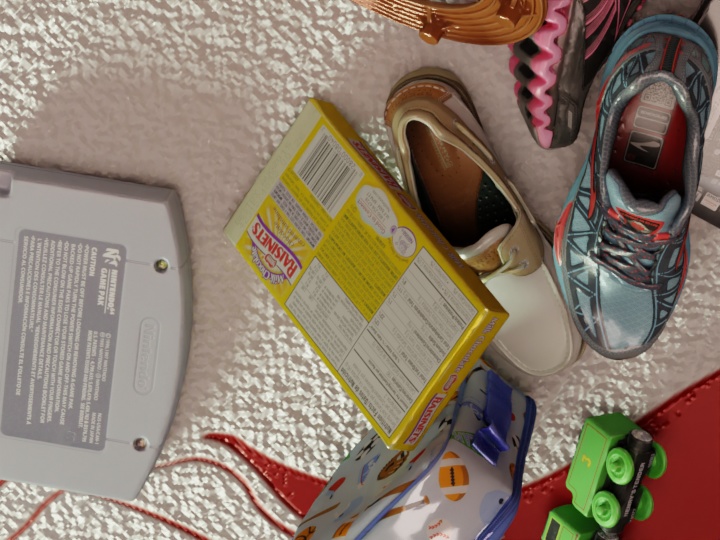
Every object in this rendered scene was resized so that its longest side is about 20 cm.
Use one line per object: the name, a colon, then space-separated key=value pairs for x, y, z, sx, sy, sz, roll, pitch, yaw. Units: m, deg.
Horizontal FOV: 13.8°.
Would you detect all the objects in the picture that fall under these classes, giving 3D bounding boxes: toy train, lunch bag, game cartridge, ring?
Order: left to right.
game cartridge: x=-0.169 y=0.038 z=1.801 sx=0.132 sy=0.041 sz=0.201 roll=11 pitch=111 yaw=7
ring: x=0.010 y=-0.178 z=1.627 sx=0.200 sy=0.200 sz=0.019 roll=30 pitch=73 yaw=-4
lunch bag: x=0.035 y=0.133 z=1.721 sx=0.076 sy=0.200 sz=0.160 roll=43 pitch=109 yaw=-10
toy train: x=0.134 y=0.177 z=1.803 sx=0.056 sy=0.042 sz=0.201 roll=39 pitch=123 yaw=40

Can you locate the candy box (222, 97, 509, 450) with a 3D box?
candy box: x=0.000 y=0.000 z=1.698 sx=0.026 sy=0.200 sz=0.102 roll=10 pitch=122 yaw=-45

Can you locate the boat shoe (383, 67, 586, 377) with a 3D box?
boat shoe: x=0.068 y=-0.018 z=1.731 sx=0.074 sy=0.068 sz=0.201 roll=-27 pitch=105 yaw=16

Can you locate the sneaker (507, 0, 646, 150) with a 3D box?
sneaker: x=0.138 y=-0.160 z=1.675 sx=0.095 sy=0.079 sz=0.201 roll=1 pitch=116 yaw=-15

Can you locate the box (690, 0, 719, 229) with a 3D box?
box: x=0.267 y=-0.082 z=1.692 sx=0.199 sy=0.050 sz=0.158 roll=29 pitch=112 yaw=-3

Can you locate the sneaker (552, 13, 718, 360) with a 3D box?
sneaker: x=0.148 y=-0.038 z=1.647 sx=0.079 sy=0.096 sz=0.201 roll=8 pitch=111 yaw=6
